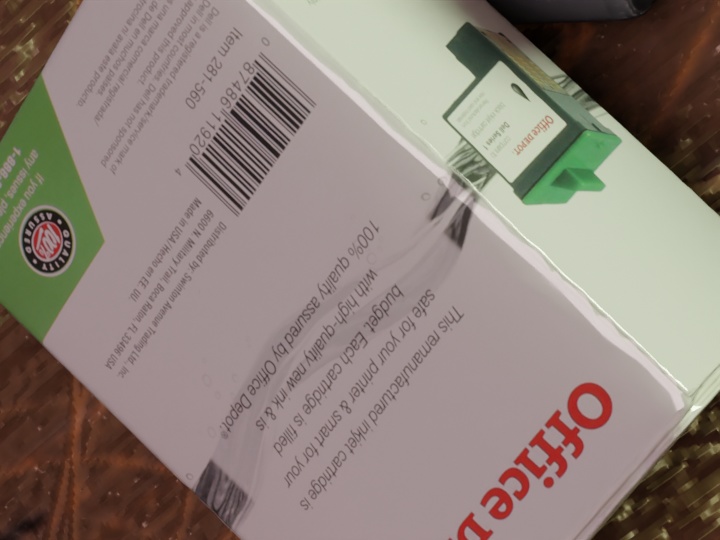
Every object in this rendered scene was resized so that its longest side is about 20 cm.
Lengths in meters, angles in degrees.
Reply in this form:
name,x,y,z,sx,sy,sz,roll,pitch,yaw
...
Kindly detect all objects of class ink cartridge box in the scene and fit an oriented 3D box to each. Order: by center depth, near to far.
name,x,y,z,sx,sy,sz,roll,pitch,yaw
ink cartridge box,0.000,0.000,0.773,0.200,0.084,0.146,44,127,8

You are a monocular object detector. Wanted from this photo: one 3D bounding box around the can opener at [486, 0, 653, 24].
name,x,y,z,sx,sy,sz,roll,pitch,yaw
can opener,0.066,-0.102,0.782,0.199,0.053,0.067,-4,59,30
